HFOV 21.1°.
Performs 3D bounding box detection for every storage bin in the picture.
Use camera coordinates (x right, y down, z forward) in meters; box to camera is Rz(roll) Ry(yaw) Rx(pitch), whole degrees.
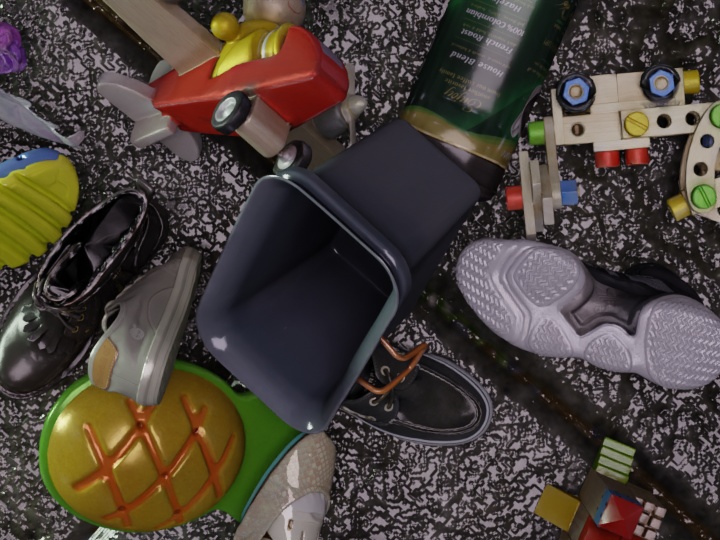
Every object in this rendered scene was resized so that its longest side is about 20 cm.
[{"bbox_3d":[0.000,0.000,1.326,0.146,0.200,0.134,42,51,11],"label":"storage bin"}]

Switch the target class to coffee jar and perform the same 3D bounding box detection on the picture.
[{"bbox_3d":[0.090,-0.145,1.387,0.085,0.104,0.200,23,92,7],"label":"coffee jar"}]

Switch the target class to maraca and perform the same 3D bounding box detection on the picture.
[{"bbox_3d":[-0.135,0.129,1.405,0.200,0.107,0.137,6,111,-23],"label":"maraca"}]

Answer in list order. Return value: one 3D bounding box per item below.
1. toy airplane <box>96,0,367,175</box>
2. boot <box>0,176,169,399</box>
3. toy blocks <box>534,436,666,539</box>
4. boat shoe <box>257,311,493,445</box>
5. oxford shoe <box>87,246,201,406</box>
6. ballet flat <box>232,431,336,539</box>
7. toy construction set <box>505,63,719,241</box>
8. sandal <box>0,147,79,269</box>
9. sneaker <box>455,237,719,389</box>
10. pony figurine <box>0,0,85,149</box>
[{"bbox_3d":[-0.089,-0.143,1.363,0.199,0.200,0.141,25,76,10],"label":"toy airplane"},{"bbox_3d":[-0.208,0.012,1.362,0.069,0.174,0.200,37,92,-1],"label":"boot"},{"bbox_3d":[0.165,0.229,1.388,0.100,0.137,0.200,23,93,-1],"label":"toy blocks"},{"bbox_3d":[0.002,0.080,1.422,0.200,0.057,0.069,21,93,0],"label":"boat shoe"},{"bbox_3d":[-0.149,0.031,1.352,0.058,0.200,0.075,13,113,0],"label":"oxford shoe"},{"bbox_3d":[-0.065,0.209,1.419,0.062,0.067,0.200,42,104,32],"label":"ballet flat"},{"bbox_3d":[0.196,-0.082,1.402,0.200,0.092,0.131,-6,93,-10],"label":"toy construction set"},{"bbox_3d":[-0.290,-0.027,1.362,0.200,0.087,0.080,-33,135,0],"label":"sandal"},{"bbox_3d":[0.166,0.024,1.392,0.200,0.114,0.076,20,102,5],"label":"sneaker"},{"bbox_3d":[-0.300,-0.160,1.383,0.193,0.166,0.200,20,97,32],"label":"pony figurine"}]
